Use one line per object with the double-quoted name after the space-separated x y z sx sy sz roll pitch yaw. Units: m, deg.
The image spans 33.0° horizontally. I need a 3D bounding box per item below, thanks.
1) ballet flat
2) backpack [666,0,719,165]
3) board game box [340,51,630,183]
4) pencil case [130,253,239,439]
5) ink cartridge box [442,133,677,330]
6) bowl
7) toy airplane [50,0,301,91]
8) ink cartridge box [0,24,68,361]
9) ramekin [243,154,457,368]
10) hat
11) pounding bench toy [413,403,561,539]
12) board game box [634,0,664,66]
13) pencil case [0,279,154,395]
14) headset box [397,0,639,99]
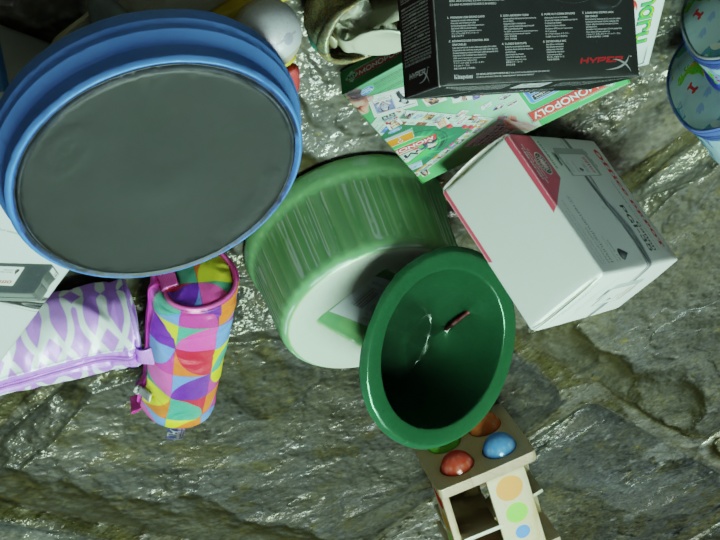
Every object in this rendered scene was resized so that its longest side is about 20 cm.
0.054 -0.198 0.888 0.197 0.071 0.071 -16 145 9 "ballet flat"
0.347 -0.186 1.003 0.146 0.184 0.200 33 123 -23 "backpack"
0.101 -0.156 0.984 0.198 0.029 0.134 -25 140 21 "board game box"
-0.163 0.066 1.122 0.087 0.089 0.201 -6 139 -22 "pencil case"
0.179 -0.039 1.069 0.083 0.147 0.199 -41 163 28 "ink cartridge box"
-0.128 -0.070 0.756 0.198 0.040 0.202 -16 144 -12 "bowl"
-0.084 -0.189 0.786 0.197 0.141 0.201 5 124 -43 "toy airplane"
-0.264 -0.047 0.868 0.084 0.146 0.200 15 131 -40 "ink cartridge box"
0.000 0.000 1.110 0.197 0.098 0.201 -14 143 -11 "ramekin"
0.024 0.062 1.105 0.164 0.175 0.203 10 96 -34 "hat"
0.139 0.246 1.492 0.123 0.200 0.158 -21 113 -6 "pounding bench toy"
0.185 -0.235 0.966 0.124 0.035 0.201 -14 143 -10 "board game box"
-0.285 0.068 1.054 0.197 0.086 0.085 -16 133 -11 "pencil case"
0.100 -0.223 0.818 0.147 0.203 0.077 -6 -178 -17 "headset box"
